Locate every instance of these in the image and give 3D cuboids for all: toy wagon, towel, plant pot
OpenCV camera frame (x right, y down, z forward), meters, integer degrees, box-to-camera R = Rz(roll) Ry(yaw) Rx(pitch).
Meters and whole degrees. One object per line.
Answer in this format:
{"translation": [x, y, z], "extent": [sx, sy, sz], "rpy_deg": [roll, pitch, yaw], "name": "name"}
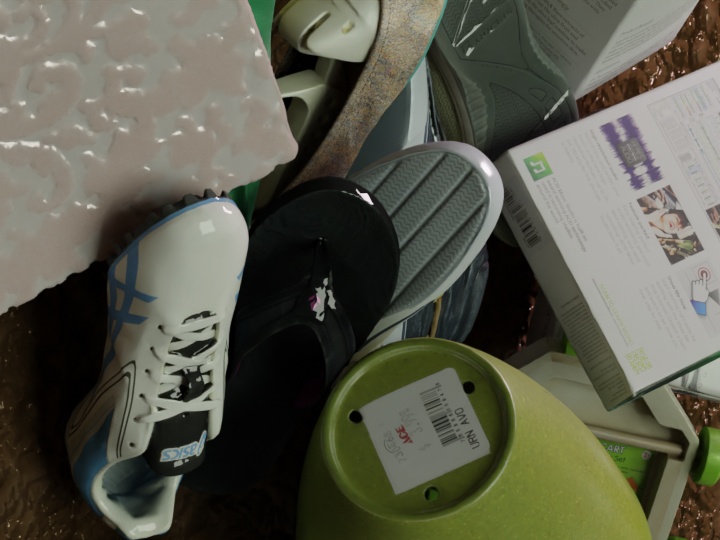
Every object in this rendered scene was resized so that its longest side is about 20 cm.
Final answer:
{"translation": [0.120, 0.096, 1.541], "extent": [0.155, 0.040, 0.201], "rpy_deg": [12, 109, -8], "name": "toy wagon"}
{"translation": [-0.141, -0.084, 1.202], "extent": [0.199, 0.032, 0.191], "rpy_deg": [-27, 126, -9], "name": "towel"}
{"translation": [0.044, 0.115, 1.378], "extent": [0.188, 0.187, 0.200], "rpy_deg": [-62, 159, -20], "name": "plant pot"}

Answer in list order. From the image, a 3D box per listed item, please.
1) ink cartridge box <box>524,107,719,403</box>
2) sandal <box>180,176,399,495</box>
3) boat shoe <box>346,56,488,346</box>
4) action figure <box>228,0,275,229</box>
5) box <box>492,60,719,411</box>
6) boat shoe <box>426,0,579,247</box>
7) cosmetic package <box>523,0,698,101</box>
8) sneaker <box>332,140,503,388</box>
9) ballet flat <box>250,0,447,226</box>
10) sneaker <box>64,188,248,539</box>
{"translation": [0.208, 0.001, 1.598], "extent": [0.199, 0.083, 0.147], "rpy_deg": [14, 87, -9], "name": "ink cartridge box"}
{"translation": [-0.036, 0.042, 1.323], "extent": [0.075, 0.048, 0.201], "rpy_deg": [16, 127, -16], "name": "sandal"}
{"translation": [0.021, -0.044, 1.457], "extent": [0.091, 0.071, 0.201], "rpy_deg": [-19, 120, -48], "name": "boat shoe"}
{"translation": [-0.087, -0.047, 1.305], "extent": [0.118, 0.055, 0.201], "rpy_deg": [-9, 126, -4], "name": "action figure"}
{"translation": [0.178, -0.027, 1.501], "extent": [0.199, 0.036, 0.145], "rpy_deg": [-23, 82, -29], "name": "box"}
{"translation": [0.060, -0.100, 1.492], "extent": [0.074, 0.065, 0.202], "rpy_deg": [-41, 131, -17], "name": "boat shoe"}
{"translation": [0.156, -0.196, 1.484], "extent": [0.107, 0.085, 0.200], "rpy_deg": [-31, 160, -44], "name": "cosmetic package"}
{"translation": [0.000, 0.000, 1.377], "extent": [0.073, 0.200, 0.071], "rpy_deg": [52, 31, 4], "name": "sneaker"}
{"translation": [-0.018, -0.093, 1.352], "extent": [0.067, 0.068, 0.201], "rpy_deg": [5, 118, -42], "name": "ballet flat"}
{"translation": [-0.085, 0.043, 1.274], "extent": [0.072, 0.073, 0.200], "rpy_deg": [-16, 144, -32], "name": "sneaker"}
